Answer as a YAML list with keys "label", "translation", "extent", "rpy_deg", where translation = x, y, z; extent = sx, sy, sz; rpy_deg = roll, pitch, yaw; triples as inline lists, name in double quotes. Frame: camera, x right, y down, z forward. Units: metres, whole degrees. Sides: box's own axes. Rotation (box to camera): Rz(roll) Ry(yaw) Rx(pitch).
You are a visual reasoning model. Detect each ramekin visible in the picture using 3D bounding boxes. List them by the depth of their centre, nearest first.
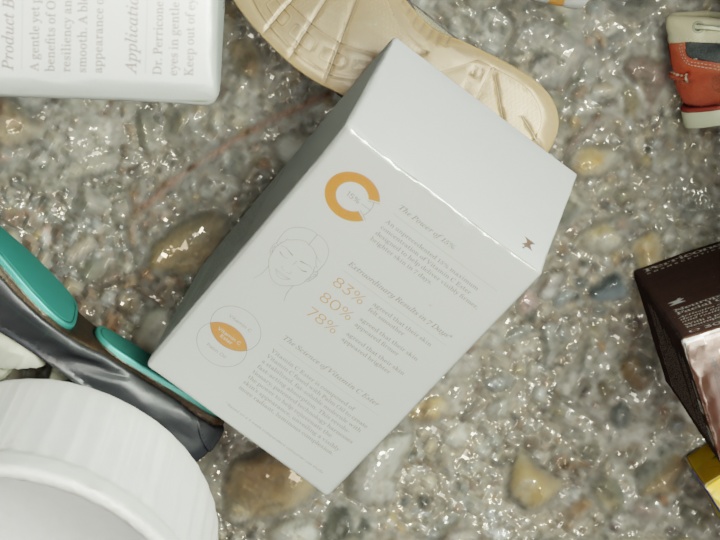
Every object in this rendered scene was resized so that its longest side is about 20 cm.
- label: "ramekin"
  translation: [-0.170, 0.154, 1.560]
  extent: [0.200, 0.098, 0.201]
  rpy_deg: [5, 126, 7]

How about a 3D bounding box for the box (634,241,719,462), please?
- label: "box"
  translation: [0.210, 0.033, 1.532]
  extent: [0.100, 0.200, 0.075]
  rpy_deg: [-19, 99, 1]

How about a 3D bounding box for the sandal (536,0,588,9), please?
- label: "sandal"
  translation: [0.069, -0.183, 1.553]
  extent: [0.206, 0.079, 0.059]
  rpy_deg: [28, 100, 2]

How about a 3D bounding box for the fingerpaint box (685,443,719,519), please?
- label: "fingerpaint box"
  translation: [0.303, 0.150, 1.622]
  extent: [0.167, 0.073, 0.200]
  rpy_deg: [-32, 100, 3]

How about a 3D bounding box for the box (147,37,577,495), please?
- label: "box"
  translation: [0.000, 0.000, 1.529]
  extent: [0.124, 0.098, 0.200]
  rpy_deg: [37, 126, -8]

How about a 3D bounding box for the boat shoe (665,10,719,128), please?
- label: "boat shoe"
  translation: [0.263, -0.126, 1.572]
  extent: [0.199, 0.071, 0.063]
  rpy_deg: [-11, 98, 4]

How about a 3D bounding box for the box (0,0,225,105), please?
- label: "box"
  translation: [-0.152, -0.196, 1.475]
  extent: [0.171, 0.200, 0.200]
  rpy_deg: [1, 101, -4]

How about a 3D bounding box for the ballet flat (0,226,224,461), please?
- label: "ballet flat"
  translation: [-0.165, 0.045, 1.588]
  extent: [0.200, 0.073, 0.073]
  rpy_deg: [39, 97, -11]

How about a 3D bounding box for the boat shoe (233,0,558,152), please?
- label: "boat shoe"
  translation: [0.014, -0.114, 1.564]
  extent: [0.200, 0.065, 0.072]
  rpy_deg: [30, 81, 1]
